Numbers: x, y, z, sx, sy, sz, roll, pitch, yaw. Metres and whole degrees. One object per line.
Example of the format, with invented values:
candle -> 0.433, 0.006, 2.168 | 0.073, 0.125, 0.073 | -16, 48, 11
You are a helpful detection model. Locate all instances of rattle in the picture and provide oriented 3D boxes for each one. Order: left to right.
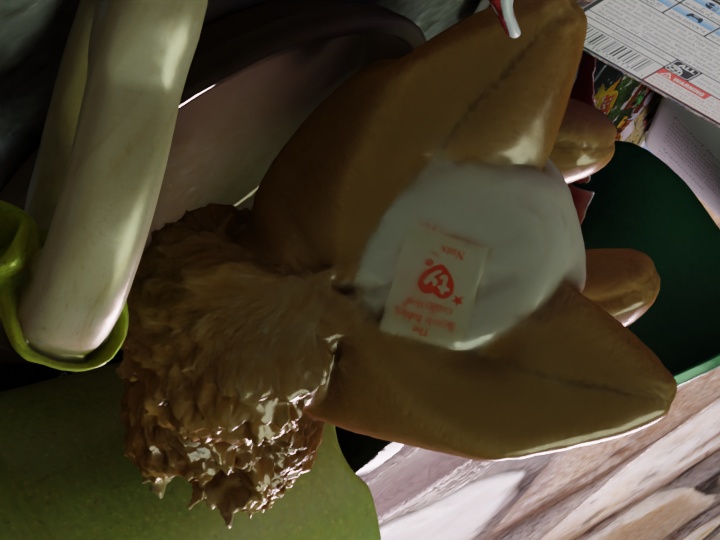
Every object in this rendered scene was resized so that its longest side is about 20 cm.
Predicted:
rattle -> -0.105, -0.077, 0.766 | 0.130, 0.142, 0.201 | -66, 177, -52

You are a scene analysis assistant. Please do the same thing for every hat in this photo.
hat -> 0.085, -0.040, 1.098 | 0.199, 0.177, 0.165 | -17, -170, 40

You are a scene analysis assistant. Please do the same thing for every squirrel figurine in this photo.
squirrel figurine -> 0.000, 0.000, 0.908 | 0.199, 0.142, 0.187 | -22, -173, -3

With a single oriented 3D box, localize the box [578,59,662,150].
box -> 0.071, -0.027, 1.174 | 0.200, 0.038, 0.136 | -56, 159, 23

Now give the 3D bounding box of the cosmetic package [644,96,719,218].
cosmetic package -> 0.183, -0.067, 1.075 | 0.074, 0.102, 0.200 | -45, 173, -10

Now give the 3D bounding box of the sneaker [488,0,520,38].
sneaker -> 0.050, -0.116, 0.812 | 0.071, 0.113, 0.200 | -35, 164, 1

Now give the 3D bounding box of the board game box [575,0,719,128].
board game box -> 0.176, -0.110, 0.818 | 0.200, 0.159, 0.097 | -26, -141, 63

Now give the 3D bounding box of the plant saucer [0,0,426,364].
plant saucer -> -0.063, -0.036, 0.968 | 0.200, 0.030, 0.200 | -33, 164, -11

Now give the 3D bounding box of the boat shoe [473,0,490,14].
boat shoe -> 0.126, -0.137, 1.011 | 0.200, 0.057, 0.067 | -41, 163, 19

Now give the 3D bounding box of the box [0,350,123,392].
box -> -0.098, 0.050, 1.130 | 0.200, 0.036, 0.143 | -37, 164, -1

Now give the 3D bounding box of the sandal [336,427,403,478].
sandal -> -0.030, 0.064, 1.126 | 0.048, 0.076, 0.200 | 8, 136, -44

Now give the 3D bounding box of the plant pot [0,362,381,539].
plant pot -> -0.099, 0.116, 0.999 | 0.184, 0.201, 0.201 | -22, 159, -33
